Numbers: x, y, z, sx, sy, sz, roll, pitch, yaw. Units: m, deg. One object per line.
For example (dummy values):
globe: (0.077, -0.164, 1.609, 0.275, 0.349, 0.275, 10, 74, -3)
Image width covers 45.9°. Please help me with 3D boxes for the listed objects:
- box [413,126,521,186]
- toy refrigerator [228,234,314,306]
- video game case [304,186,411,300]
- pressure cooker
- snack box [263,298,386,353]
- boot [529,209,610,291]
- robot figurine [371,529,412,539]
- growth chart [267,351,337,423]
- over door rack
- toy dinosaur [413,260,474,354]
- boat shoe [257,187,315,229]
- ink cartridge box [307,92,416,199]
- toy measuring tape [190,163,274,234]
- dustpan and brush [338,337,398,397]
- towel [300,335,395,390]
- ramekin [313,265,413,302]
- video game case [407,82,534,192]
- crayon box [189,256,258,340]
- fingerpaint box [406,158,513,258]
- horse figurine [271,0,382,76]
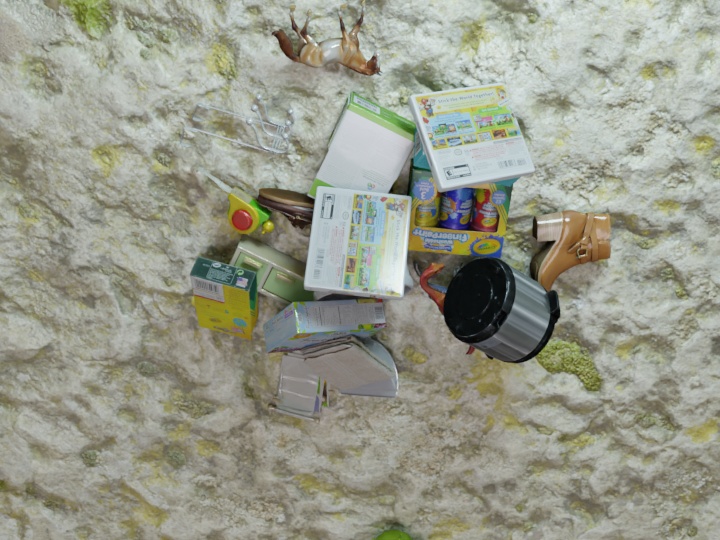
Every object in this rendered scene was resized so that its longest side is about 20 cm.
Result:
box: (0.197, -0.218, 1.558, 0.197, 0.084, 0.049, 10, 158, -16)
toy refrigerator: (-0.171, 0.011, 1.740, 0.198, 0.070, 0.076, 26, 115, -10)
video game case: (-0.003, -0.052, 1.563, 0.179, 0.203, 0.023, 6, 158, 0)
pressure cooker: (0.278, 0.086, 1.650, 0.199, 0.175, 0.180, 27, 91, -36)
snack box: (-0.073, 0.110, 1.696, 0.197, 0.069, 0.168, -3, 163, -30)
boot: (0.423, -0.026, 1.711, 0.153, 0.077, 0.203, -3, 109, -2)
robot figurine: (0.090, 0.715, 2.050, 0.173, 0.116, 0.202, -13, 115, 13)
growth chart: (-0.120, 0.249, 1.868, 0.143, 0.018, 0.202, 19, 115, 6)
over door rack: (-0.222, -0.274, 1.558, 0.197, 0.148, 0.068, 5, 119, -2)
toy dinosaur: (0.182, 0.055, 1.702, 0.104, 0.203, 0.180, -29, 158, 29)
boat shoe: (-0.108, -0.113, 1.676, 0.197, 0.071, 0.071, 12, 112, -4)
ink cartridge box: (0.002, -0.211, 1.623, 0.146, 0.076, 0.202, 24, 116, -10)
toy measuring tape: (-0.259, -0.129, 1.679, 0.199, 0.074, 0.074, 33, 113, -6)
dustpan and brush: (0.010, 0.175, 1.830, 0.137, 0.057, 0.202, 2, 123, 14)
towel: (-0.025, 0.194, 1.743, 0.131, 0.035, 0.200, -16, 147, 25)
ramekin: (0.000, 0.000, 1.663, 0.197, 0.200, 0.107, -10, 78, 7)
video game case: (0.200, -0.242, 1.528, 0.197, 0.023, 0.184, -12, 76, -22)
crayon box: (-0.275, 0.061, 1.736, 0.125, 0.051, 0.201, 15, 145, 4)
fingerpaint box: (0.187, -0.121, 1.662, 0.197, 0.074, 0.169, 6, 116, -1)
horse figurine: (-0.061, -0.413, 1.536, 0.197, 0.050, 0.134, -6, 126, -4)
